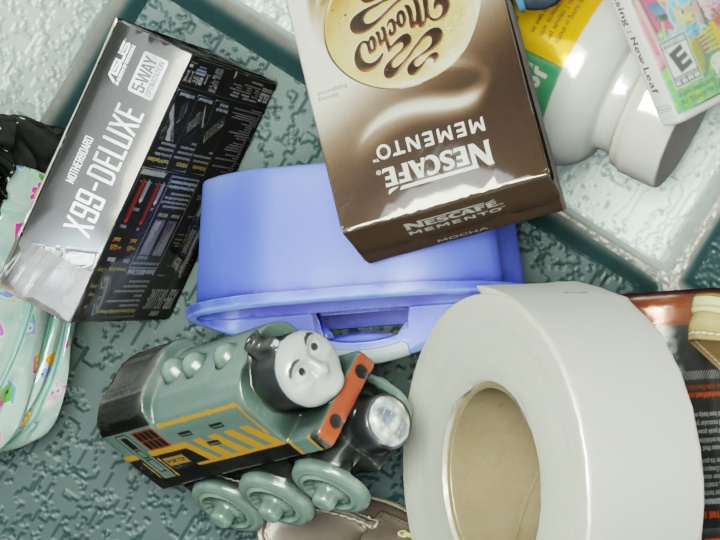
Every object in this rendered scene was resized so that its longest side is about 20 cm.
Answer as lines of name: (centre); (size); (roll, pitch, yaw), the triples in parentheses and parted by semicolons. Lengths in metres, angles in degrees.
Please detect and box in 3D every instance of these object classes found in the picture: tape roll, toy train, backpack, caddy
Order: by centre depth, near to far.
tape roll: (0.097, 0.108, 1.422); (0.071, 0.202, 0.203); (-2, 86, -26)
toy train: (-0.059, 0.083, 1.496); (0.114, 0.200, 0.085); (39, 60, -22)
caddy: (0.000, 0.000, 1.505); (0.200, 0.141, 0.105); (-5, 83, 15)
backpack: (-0.235, 0.011, 1.567); (0.167, 0.127, 0.200); (3, 85, 43)

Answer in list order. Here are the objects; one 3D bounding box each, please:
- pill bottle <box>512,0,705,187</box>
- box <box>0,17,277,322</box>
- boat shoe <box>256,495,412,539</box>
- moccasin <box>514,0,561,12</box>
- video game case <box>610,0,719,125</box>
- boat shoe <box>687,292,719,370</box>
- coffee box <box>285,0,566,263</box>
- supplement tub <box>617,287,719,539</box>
pill bottle: (0.094, -0.126, 1.500); (0.200, 0.113, 0.113); (28, 95, 13)
box: (-0.120, -0.051, 1.508); (0.050, 0.200, 0.158); (26, 95, 10)
boat shoe: (0.027, 0.179, 1.531); (0.200, 0.060, 0.072); (25, 94, 14)
moccasin: (0.107, -0.227, 1.448); (0.068, 0.080, 0.200); (-3, 58, 9)
video game case: (0.202, -0.197, 1.438); (0.200, 0.022, 0.182); (-27, 98, -29)
boat shoe: (0.244, 0.079, 1.422); (0.200, 0.074, 0.066); (33, 76, -25)
coffee box: (0.027, -0.117, 1.409); (0.113, 0.080, 0.200); (-16, 75, 7)
supplement tub: (0.170, 0.112, 1.473); (0.107, 0.107, 0.200); (-5, 86, 14)
